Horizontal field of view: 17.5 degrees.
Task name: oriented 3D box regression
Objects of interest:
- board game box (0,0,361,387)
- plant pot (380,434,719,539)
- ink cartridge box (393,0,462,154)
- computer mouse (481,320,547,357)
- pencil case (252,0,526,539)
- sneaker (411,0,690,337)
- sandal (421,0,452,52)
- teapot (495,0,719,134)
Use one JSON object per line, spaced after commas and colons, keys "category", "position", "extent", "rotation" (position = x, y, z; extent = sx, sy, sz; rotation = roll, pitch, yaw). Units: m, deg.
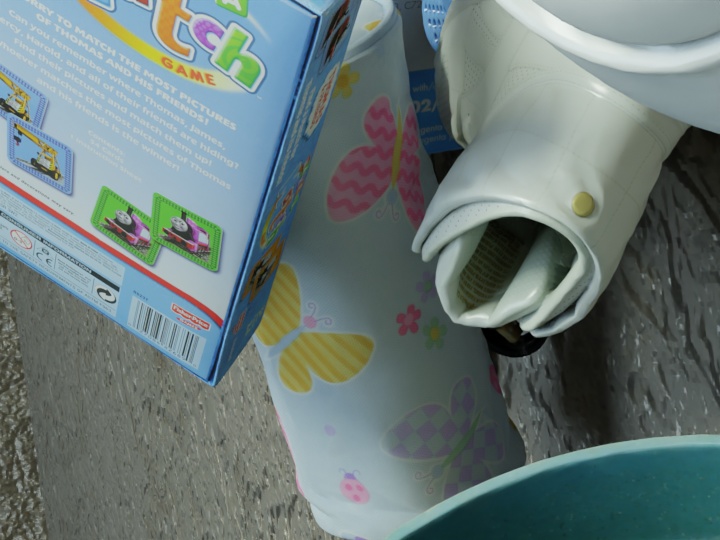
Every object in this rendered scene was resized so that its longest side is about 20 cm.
{"category": "board game box", "position": [-0.083, -0.063, 0.705], "extent": [0.151, 0.037, 0.200], "rotation": [33, 148, 8]}
{"category": "plant pot", "position": [0.087, 0.178, 0.610], "extent": [0.200, 0.199, 0.189], "rotation": [-123, 14, -57]}
{"category": "ink cartridge box", "position": [0.009, -0.159, 0.924], "extent": [0.115, 0.067, 0.201], "rotation": [-123, 28, -55]}
{"category": "computer mouse", "position": [-0.007, -0.033, 0.894], "extent": [0.059, 0.199, 0.034], "rotation": [-53, 5, 11]}
{"category": "pencil case", "position": [0.000, 0.000, 0.844], "extent": [0.083, 0.091, 0.201], "rotation": [3, 122, 37]}
{"category": "sneaker", "position": [0.046, -0.036, 0.750], "extent": [0.116, 0.073, 0.200], "rotation": [-59, 9, -13]}
{"category": "sandal", "position": [0.039, -0.140, 0.793], "extent": [0.200, 0.086, 0.080], "rotation": [101, 153, -57]}
{"category": "teapot", "position": [0.070, -0.111, 0.457], "extent": [0.199, 0.146, 0.199], "rotation": [26, 125, 39]}
